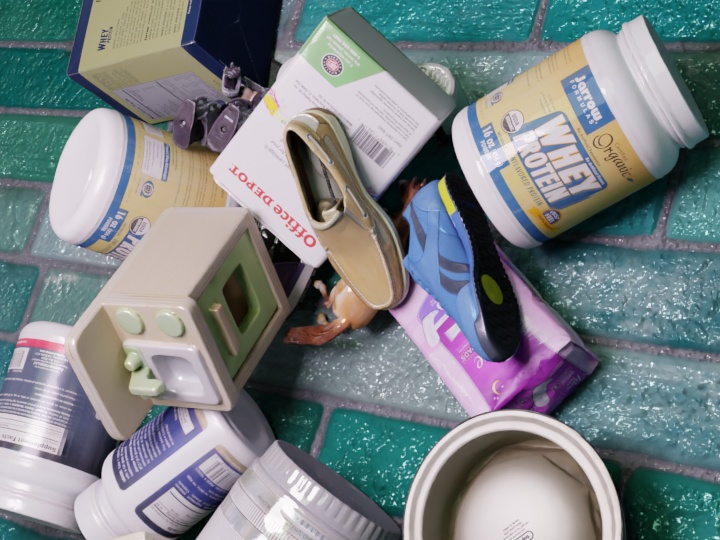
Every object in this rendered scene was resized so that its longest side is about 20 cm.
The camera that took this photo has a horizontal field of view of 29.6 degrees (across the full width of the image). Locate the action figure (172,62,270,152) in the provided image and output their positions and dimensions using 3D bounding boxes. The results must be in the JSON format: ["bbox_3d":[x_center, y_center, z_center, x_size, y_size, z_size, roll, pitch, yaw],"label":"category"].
[{"bbox_3d":[-0.113,-0.169,1.461,0.129,0.200,0.070,25,114,19],"label":"action figure"}]

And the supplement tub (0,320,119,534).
[{"bbox_3d":[-0.327,0.169,1.471,0.139,0.140,0.202,4,71,35],"label":"supplement tub"}]

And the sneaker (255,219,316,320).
[{"bbox_3d":[-0.069,-0.057,1.421,0.202,0.087,0.076,-64,11,-9],"label":"sneaker"}]

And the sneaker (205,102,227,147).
[{"bbox_3d":[-0.220,-0.138,1.580,0.200,0.073,0.116,-48,55,12],"label":"sneaker"}]

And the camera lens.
[{"bbox_3d":[-0.076,0.278,1.237,0.160,0.160,0.201,35,90,39],"label":"camera lens"}]

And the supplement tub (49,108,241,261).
[{"bbox_3d":[-0.214,-0.074,1.451,0.144,0.198,0.146,-34,47,45],"label":"supplement tub"}]

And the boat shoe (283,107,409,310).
[{"bbox_3d":[-0.022,-0.048,1.253,0.071,0.076,0.202,-26,98,24],"label":"boat shoe"}]

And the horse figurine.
[{"bbox_3d":[0.000,0.000,1.360,0.201,0.050,0.132,-60,21,-7],"label":"horse figurine"}]

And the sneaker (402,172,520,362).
[{"bbox_3d":[0.085,0.008,1.226,0.078,0.066,0.202,-36,50,26],"label":"sneaker"}]

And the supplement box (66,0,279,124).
[{"bbox_3d":[-0.216,-0.302,1.620,0.198,0.134,0.202,-8,63,33],"label":"supplement box"}]

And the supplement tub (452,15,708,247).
[{"bbox_3d":[0.199,-0.126,1.243,0.199,0.144,0.146,-30,55,19],"label":"supplement tub"}]

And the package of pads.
[{"bbox_3d":[0.115,0.054,1.270,0.121,0.075,0.200,-47,51,11],"label":"package of pads"}]

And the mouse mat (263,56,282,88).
[{"bbox_3d":[-0.104,-0.153,1.560,0.199,0.008,0.162,32,88,38],"label":"mouse mat"}]

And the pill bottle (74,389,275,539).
[{"bbox_3d":[-0.191,0.205,1.381,0.199,0.111,0.112,-37,53,13],"label":"pill bottle"}]

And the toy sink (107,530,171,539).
[{"bbox_3d":[-0.250,0.344,1.344,0.198,0.130,0.113,-18,59,25],"label":"toy sink"}]

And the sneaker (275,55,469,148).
[{"bbox_3d":[0.017,-0.172,1.409,0.198,0.118,0.075,8,81,21],"label":"sneaker"}]

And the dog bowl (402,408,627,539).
[{"bbox_3d":[0.138,0.222,1.160,0.198,0.074,0.203,-8,73,27],"label":"dog bowl"}]

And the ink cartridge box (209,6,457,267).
[{"bbox_3d":[-0.027,-0.128,1.318,0.145,0.084,0.200,41,114,1],"label":"ink cartridge box"}]

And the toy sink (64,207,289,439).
[{"bbox_3d":[-0.166,0.052,1.296,0.111,0.131,0.201,2,40,30],"label":"toy sink"}]
